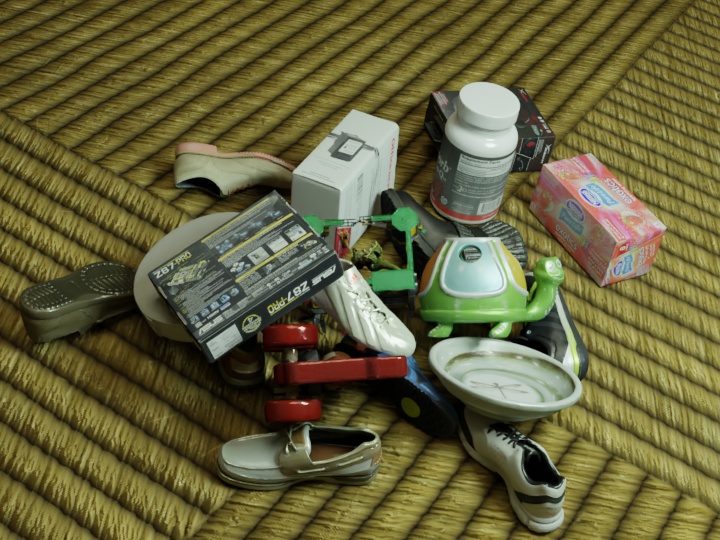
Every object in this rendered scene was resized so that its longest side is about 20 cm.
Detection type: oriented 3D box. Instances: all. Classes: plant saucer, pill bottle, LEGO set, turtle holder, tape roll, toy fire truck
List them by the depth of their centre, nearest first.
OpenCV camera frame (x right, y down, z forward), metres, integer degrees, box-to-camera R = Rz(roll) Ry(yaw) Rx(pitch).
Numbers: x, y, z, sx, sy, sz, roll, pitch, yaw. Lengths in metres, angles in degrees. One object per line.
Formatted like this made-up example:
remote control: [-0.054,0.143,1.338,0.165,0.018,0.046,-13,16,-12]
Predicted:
toy fire truck: [-0.034,0.124,1.343,0.166,0.200,0.113,-1,83,-6]
plant saucer: [0.180,0.146,1.416,0.198,0.051,0.200,9,18,-3]
tape roll: [-0.198,0.006,1.451,0.201,0.037,0.204,-11,45,11]
turtle holder: [0.168,0.021,1.494,0.184,0.133,0.141,-1,0,32]
LEGO set: [0.000,0.000,1.541,0.198,0.116,0.155,-11,65,-4]
pill bottle: [0.179,-0.181,1.722,0.115,0.201,0.116,6,41,-5]

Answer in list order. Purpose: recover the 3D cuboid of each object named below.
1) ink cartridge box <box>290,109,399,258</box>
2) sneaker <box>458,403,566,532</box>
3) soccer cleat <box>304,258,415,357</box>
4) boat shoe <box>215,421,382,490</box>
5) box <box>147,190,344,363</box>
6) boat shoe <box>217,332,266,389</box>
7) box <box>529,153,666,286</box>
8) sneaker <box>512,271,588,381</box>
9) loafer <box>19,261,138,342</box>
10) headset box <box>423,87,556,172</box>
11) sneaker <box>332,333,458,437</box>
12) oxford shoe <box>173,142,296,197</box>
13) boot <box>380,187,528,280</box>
ink cartridge box: [-0.024,-0.126,1.658,0.083,0.146,0.200,20,42,17]
sneaker: [0.191,0.222,1.369,0.073,0.080,0.200,-18,47,-26]
soccer cleat: [-0.009,0.038,1.419,0.199,0.078,0.069,35,30,9]
boat shoe: [-0.073,0.214,1.328,0.198,0.069,0.075,-1,45,-11]
box: [-0.144,0.004,1.372,0.199,0.049,0.161,-35,47,-13]
boat shoe: [-0.167,0.064,1.470,0.075,0.074,0.201,-9,45,-22]
box: [0.365,-0.082,1.730,0.102,0.095,0.200,-14,47,-24]
sneaker: [0.247,0.078,1.546,0.082,0.072,0.201,-7,44,-16]
loafer: [-0.365,0.042,1.465,0.199,0.068,0.076,-13,47,-47]
headset box: [0.207,-0.236,1.883,0.198,0.075,0.149,-5,44,-17]
sneaker: [0.059,0.136,1.446,0.199,0.066,0.078,34,44,25]
oxford shoe: [-0.191,-0.142,1.717,0.198,0.071,0.075,7,66,-5]
boot: [0.137,-0.057,1.663,0.157,0.080,0.212,-22,61,-23]
